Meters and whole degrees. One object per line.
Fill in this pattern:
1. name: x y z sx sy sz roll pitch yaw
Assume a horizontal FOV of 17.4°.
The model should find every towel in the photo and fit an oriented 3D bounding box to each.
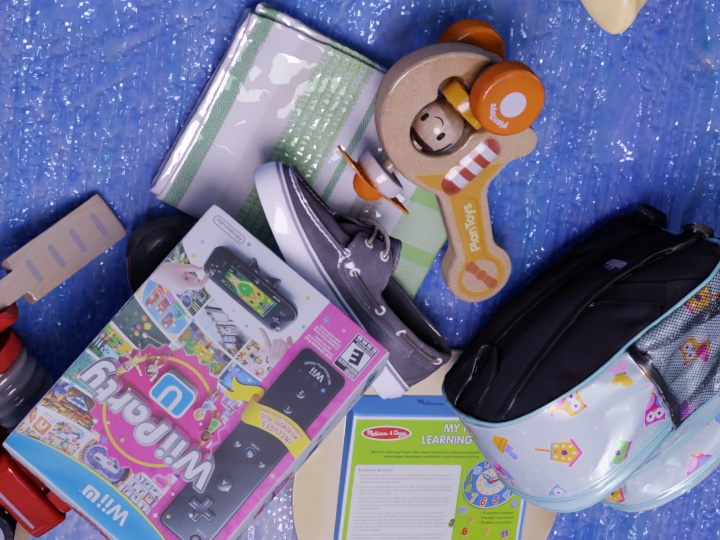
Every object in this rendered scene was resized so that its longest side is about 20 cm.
1. towel: -0.021 -0.074 1.561 0.200 0.031 0.149 25 106 -21

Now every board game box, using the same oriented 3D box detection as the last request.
1. board game box: -0.101 0.084 1.471 0.147 0.064 0.200 40 79 4

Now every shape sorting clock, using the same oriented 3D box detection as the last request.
1. shape sorting clock: 0.047 0.150 1.648 0.199 0.039 0.201 -5 110 -15

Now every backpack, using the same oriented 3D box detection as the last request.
1. backpack: 0.162 0.072 1.561 0.200 0.176 0.154 -33 112 -12

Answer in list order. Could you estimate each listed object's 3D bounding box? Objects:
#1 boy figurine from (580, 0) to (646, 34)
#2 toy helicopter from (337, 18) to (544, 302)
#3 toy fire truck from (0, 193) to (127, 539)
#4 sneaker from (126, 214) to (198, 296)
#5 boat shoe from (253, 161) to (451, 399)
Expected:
1. boy figurine: 0.171 -0.254 1.511 0.124 0.064 0.201 -10 113 -13
2. toy helicopter: 0.055 -0.057 1.532 0.132 0.079 0.200 -22 129 -11
3. toy fire truck: -0.222 0.062 1.529 0.200 0.129 0.176 -35 114 13
4. sneaker: -0.089 0.065 1.541 0.075 0.116 0.200 -25 118 1
5. boat shoe: 0.000 0.000 1.538 0.066 0.070 0.200 -26 119 9
